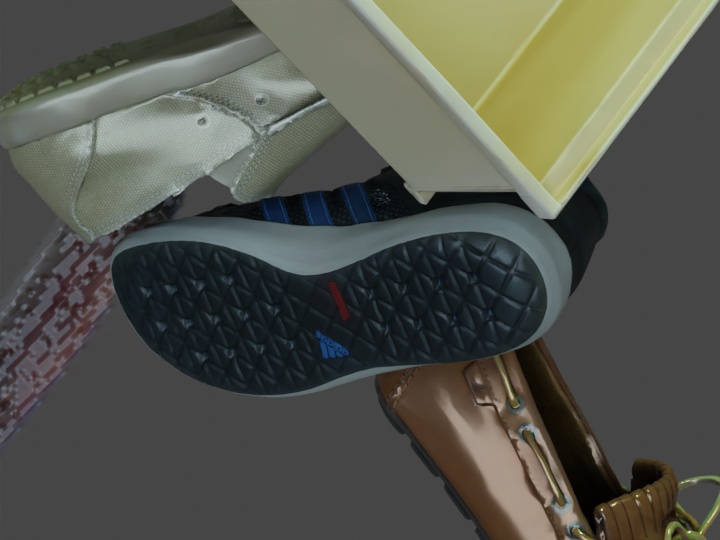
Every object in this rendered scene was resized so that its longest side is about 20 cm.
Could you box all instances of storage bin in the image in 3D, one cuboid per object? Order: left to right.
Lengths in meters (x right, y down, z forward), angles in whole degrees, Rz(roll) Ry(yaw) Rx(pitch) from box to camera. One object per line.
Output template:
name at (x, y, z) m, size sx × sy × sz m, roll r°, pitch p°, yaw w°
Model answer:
storage bin at (0.033, -0.156, 0.852) m, size 0.200 × 0.094 × 0.199 m, roll 45°, pitch 71°, yaw -20°

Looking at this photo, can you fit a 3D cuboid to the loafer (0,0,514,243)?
loafer at (-0.033, -0.065, 0.950) m, size 0.200 × 0.076 × 0.068 m, roll -17°, pitch 108°, yaw 6°

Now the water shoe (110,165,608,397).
water shoe at (0.000, 0.000, 0.957) m, size 0.200 × 0.079 × 0.072 m, roll -1°, pitch 117°, yaw 35°

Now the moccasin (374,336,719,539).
moccasin at (0.093, 0.094, 0.965) m, size 0.078 × 0.074 × 0.201 m, roll -37°, pitch 84°, yaw 20°
